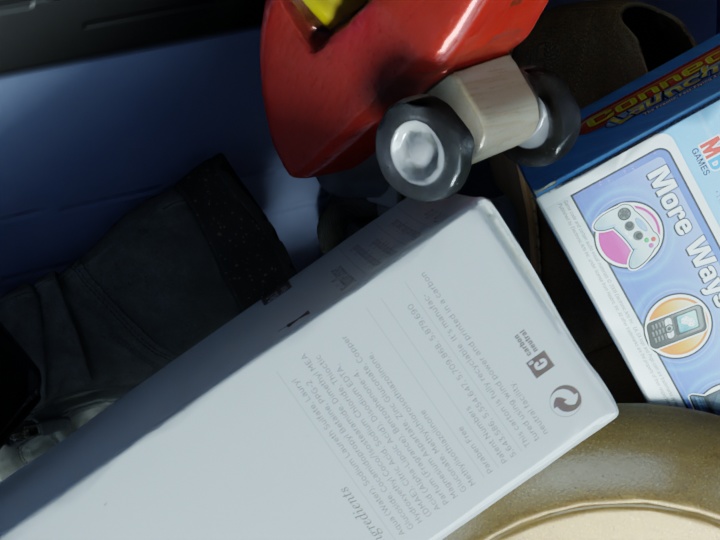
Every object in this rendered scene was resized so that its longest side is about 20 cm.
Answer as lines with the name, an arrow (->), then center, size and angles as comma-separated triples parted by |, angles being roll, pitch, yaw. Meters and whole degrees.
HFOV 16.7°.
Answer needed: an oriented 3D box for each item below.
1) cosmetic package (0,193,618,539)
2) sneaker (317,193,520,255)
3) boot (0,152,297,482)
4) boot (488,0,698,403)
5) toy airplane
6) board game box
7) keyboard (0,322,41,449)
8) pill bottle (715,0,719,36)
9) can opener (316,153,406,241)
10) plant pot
cosmetic package -> -0.031, 0.062, 0.752 | 0.200, 0.081, 0.113 | -34, -173, -3
sneaker -> 0.075, -0.015, 0.946 | 0.200, 0.076, 0.115 | 29, 63, -28
boot -> -0.072, 0.054, 0.888 | 0.131, 0.068, 0.200 | -30, 135, -5
boot -> 0.102, 0.001, 0.869 | 0.074, 0.075, 0.200 | -24, 99, -42
toy airplane -> 0.030, -0.135, 0.708 | 0.199, 0.141, 0.200 | -44, 158, -12
board game box -> 0.183, 0.000, 0.820 | 0.196, 0.056, 0.200 | -28, 109, 5
keyboard -> -0.188, 0.068, 0.743 | 0.104, 0.040, 0.200 | 54, 52, -22
pill bottle -> 0.183, -0.081, 0.885 | 0.112, 0.112, 0.200 | -11, 110, -33
can opener -> 0.000, 0.000, 0.834 | 0.067, 0.053, 0.200 | 1, 99, -26
plant pot -> 0.089, 0.139, 0.829 | 0.200, 0.027, 0.200 | 2, 116, 4
